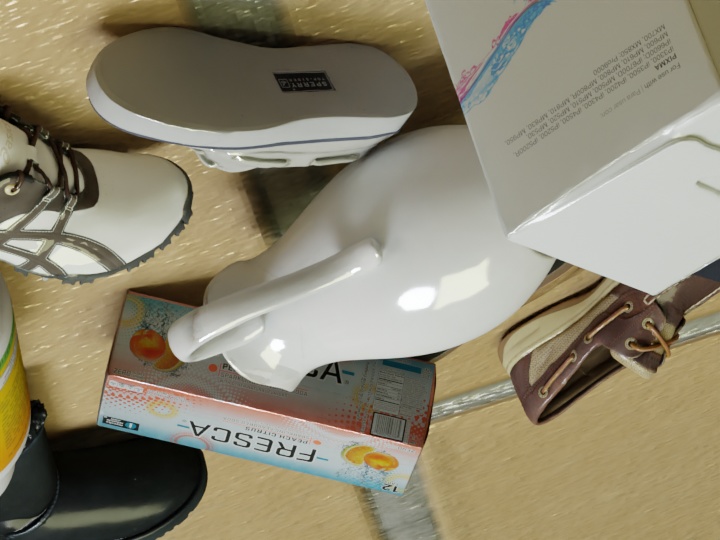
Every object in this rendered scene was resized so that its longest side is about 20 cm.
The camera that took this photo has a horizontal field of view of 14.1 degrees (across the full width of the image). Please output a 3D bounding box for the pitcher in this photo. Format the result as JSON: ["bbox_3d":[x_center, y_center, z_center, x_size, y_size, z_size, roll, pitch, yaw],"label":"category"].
[{"bbox_3d":[0.000,0.000,1.627,0.199,0.122,0.171,-26,176,24],"label":"pitcher"}]

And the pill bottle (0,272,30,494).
[{"bbox_3d":[-0.249,0.069,1.684,0.111,0.111,0.200,-13,153,-8],"label":"pill bottle"}]

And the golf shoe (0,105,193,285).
[{"bbox_3d":[-0.178,-0.043,1.557,0.199,0.078,0.095,-6,151,-23],"label":"golf shoe"}]

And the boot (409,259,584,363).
[{"bbox_3d":[0.063,0.019,1.831,0.199,0.074,0.075,-27,162,13],"label":"boot"}]

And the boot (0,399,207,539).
[{"bbox_3d":[-0.205,0.127,1.870,0.197,0.074,0.163,-17,150,-1],"label":"boot"}]

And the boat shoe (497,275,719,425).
[{"bbox_3d":[0.183,0.040,1.928,0.200,0.072,0.072,-30,150,23],"label":"boat shoe"}]

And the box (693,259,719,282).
[{"bbox_3d":[0.240,-0.072,1.670,0.104,0.149,0.199,-36,148,32],"label":"box"}]

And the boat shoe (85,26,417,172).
[{"bbox_3d":[-0.065,-0.085,1.559,0.199,0.072,0.066,-6,147,-38],"label":"boat shoe"}]

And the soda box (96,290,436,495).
[{"bbox_3d":[-0.057,0.076,1.782,0.199,0.064,0.068,14,147,-4],"label":"soda box"}]

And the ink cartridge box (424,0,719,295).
[{"bbox_3d":[0.138,-0.115,1.471,0.144,0.201,0.145,-33,149,28],"label":"ink cartridge box"}]
